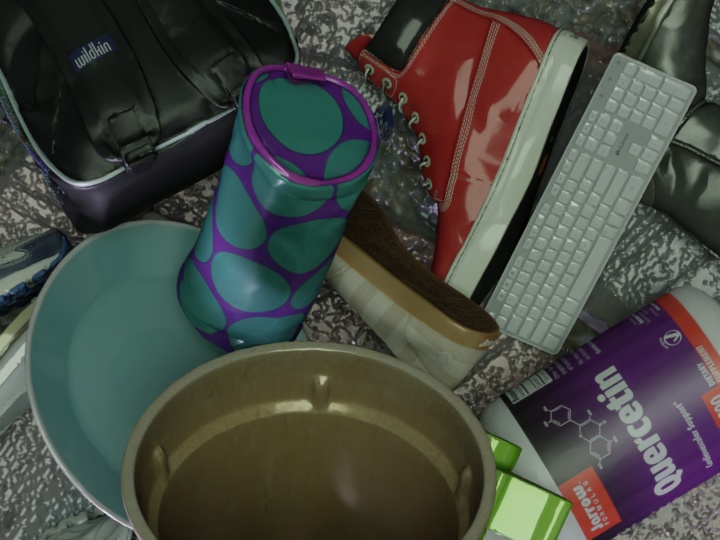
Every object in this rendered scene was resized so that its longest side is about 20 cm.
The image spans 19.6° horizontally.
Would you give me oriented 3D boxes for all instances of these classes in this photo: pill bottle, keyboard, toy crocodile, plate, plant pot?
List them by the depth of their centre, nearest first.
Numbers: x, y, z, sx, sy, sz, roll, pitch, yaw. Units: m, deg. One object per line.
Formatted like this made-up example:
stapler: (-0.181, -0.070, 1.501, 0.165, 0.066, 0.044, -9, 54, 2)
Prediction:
plant pot: (-0.030, 0.174, 1.166, 0.200, 0.201, 0.184, 0, 130, -2)
toy crocodile: (0.033, 0.109, 1.236, 0.200, 0.062, 0.068, 30, 92, 23)
plate: (-0.114, 0.067, 1.256, 0.200, 0.026, 0.201, 13, 65, -30)
pill bottle: (0.153, 0.103, 1.293, 0.200, 0.112, 0.113, -32, 92, -1)
keyboard: (0.141, -0.039, 1.304, 0.056, 0.011, 0.200, 25, 113, 0)

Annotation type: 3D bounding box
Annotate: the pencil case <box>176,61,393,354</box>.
pencil case: (-0.049, -0.032, 1.195, 0.085, 0.200, 0.093, 14, 55, -9)

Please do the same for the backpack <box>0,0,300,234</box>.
backpack: (-0.142, -0.140, 1.248, 0.177, 0.151, 0.200, -30, 77, -10)

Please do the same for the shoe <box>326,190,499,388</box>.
shoe: (0.000, 0.000, 1.284, 0.200, 0.070, 0.053, 43, 120, 28)

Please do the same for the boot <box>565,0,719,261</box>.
boot: (0.249, -0.086, 1.314, 0.200, 0.073, 0.182, 27, 104, 4)

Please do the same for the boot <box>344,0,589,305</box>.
boot: (0.044, -0.076, 1.315, 0.144, 0.072, 0.200, 21, 97, 11)

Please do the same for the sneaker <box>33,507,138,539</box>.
sneaker: (-0.153, 0.181, 1.300, 0.200, 0.081, 0.075, -35, 94, 0)

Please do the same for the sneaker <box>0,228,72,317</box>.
sneaker: (-0.280, 0.003, 1.295, 0.200, 0.077, 0.085, -20, 88, -2)

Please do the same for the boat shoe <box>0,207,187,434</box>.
boat shoe: (-0.180, 0.046, 1.298, 0.068, 0.075, 0.200, 40, 87, 1)
